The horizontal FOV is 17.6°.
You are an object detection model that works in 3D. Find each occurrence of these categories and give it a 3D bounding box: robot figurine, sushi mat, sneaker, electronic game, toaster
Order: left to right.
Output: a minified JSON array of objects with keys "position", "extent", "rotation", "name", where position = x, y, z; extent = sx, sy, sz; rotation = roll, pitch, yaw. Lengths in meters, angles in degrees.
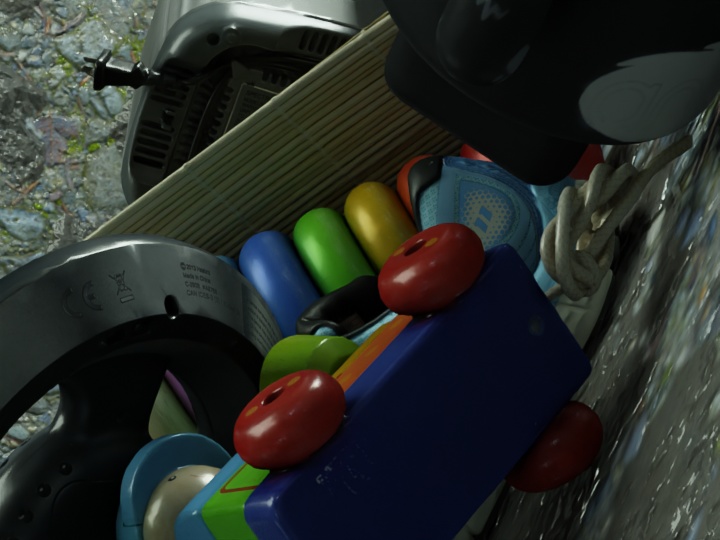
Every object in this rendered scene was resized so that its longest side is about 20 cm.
[{"position":[-0.093,0.084,0.745],"extent":[0.200,0.042,0.200],"rotation":[-28,-50,-39],"name":"electronic game"},{"position":[-0.039,-0.017,0.892],"extent":[0.200,0.096,0.012],"rotation":[-35,43,15],"name":"sushi mat"},{"position":[-0.020,-0.066,0.964],"extent":[0.129,0.200,0.114],"rotation":[-99,27,-63],"name":"toaster"},{"position":[0.015,0.041,0.820],"extent":[0.078,0.090,0.200],"rotation":[-80,13,-66],"name":"sneaker"},{"position":[0.076,-0.121,0.706],"extent":[0.200,0.125,0.150],"rotation":[118,150,-43],"name":"robot figurine"}]

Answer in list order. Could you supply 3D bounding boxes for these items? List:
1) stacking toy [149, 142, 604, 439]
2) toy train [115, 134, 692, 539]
[{"position":[0.000,0.000,0.865],"extent":[0.200,0.085,0.085],"rotation":[-34,9,4],"name":"stacking toy"},{"position":[0.016,0.030,0.726],"extent":[0.116,0.085,0.200],"rotation":[-13,27,51],"name":"toy train"}]
